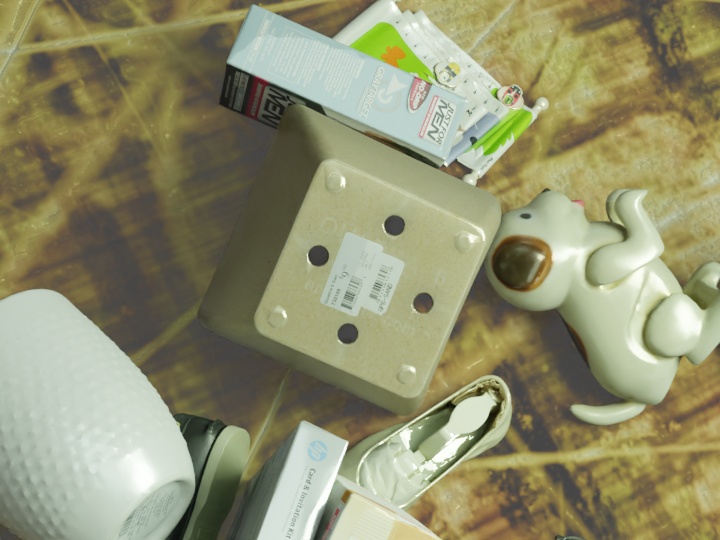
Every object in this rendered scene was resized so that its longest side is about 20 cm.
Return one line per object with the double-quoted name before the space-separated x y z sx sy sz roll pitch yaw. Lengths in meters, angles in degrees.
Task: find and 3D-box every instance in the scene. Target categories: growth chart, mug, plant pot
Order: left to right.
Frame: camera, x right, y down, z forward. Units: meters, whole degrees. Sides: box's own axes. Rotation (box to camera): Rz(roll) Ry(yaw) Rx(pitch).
"mug" -0.220 0.145 0.999 0.175 0.201 0.147 39 21 21
"plant pot" 0.000 0.000 1.068 0.198 0.177 0.202 24 92 -8
"growth chart" 0.059 -0.165 1.269 0.199 0.018 0.145 39 66 0

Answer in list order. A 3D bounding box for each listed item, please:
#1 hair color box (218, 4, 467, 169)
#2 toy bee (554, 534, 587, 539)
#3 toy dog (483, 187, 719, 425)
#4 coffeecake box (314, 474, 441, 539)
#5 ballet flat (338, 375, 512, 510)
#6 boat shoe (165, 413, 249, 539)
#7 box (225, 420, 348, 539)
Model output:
"hair color box" -0.017 -0.144 1.183 0.198 0.099 0.061 23 74 -4
"toy bee" 0.097 0.279 1.091 0.197 0.109 0.133 -6 80 8
"toy dog" 0.200 0.013 1.198 0.199 0.140 0.195 33 107 -4
"coffeecake box" -0.021 0.233 0.985 0.072 0.200 0.155 27 84 -5
"ballet flat" 0.047 0.148 1.129 0.199 0.070 0.070 -33 83 -23
"boat shoe" -0.147 0.208 1.054 0.062 0.074 0.204 13 73 18
"box" -0.074 0.207 0.998 0.041 0.200 0.157 23 66 -5
